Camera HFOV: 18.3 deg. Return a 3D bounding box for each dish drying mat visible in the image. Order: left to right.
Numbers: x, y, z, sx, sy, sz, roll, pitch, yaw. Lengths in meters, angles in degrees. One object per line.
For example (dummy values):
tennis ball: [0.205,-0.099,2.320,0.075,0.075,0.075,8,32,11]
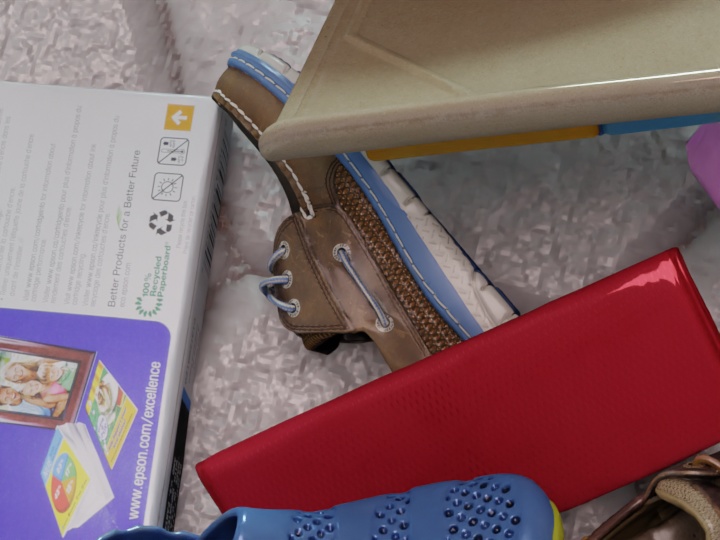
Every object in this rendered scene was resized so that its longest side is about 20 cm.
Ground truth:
dish drying mat: [0.043,0.063,0.828,0.200,0.018,0.077,-25,108,16]

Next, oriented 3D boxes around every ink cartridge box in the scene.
ink cartridge box: [-0.162,0.018,0.896,0.199,0.043,0.199,6,73,6]

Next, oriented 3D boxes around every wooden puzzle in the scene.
wooden puzzle: [0.072,-0.088,0.835,0.184,0.037,0.200,-5,26,17]

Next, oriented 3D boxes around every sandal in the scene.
sandal: [-0.024,0.117,0.797,0.200,0.087,0.080,-22,37,13]

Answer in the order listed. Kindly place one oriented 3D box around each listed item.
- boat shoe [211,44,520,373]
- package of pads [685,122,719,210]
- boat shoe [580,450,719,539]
boat shoe: [0.000,0.000,0.864,0.072,0.072,0.200,-41,77,0]
package of pads: [0.221,0.005,0.815,0.120,0.076,0.200,-17,64,-45]
boat shoe: [0.131,0.103,0.818,0.200,0.072,0.072,-25,71,-1]
